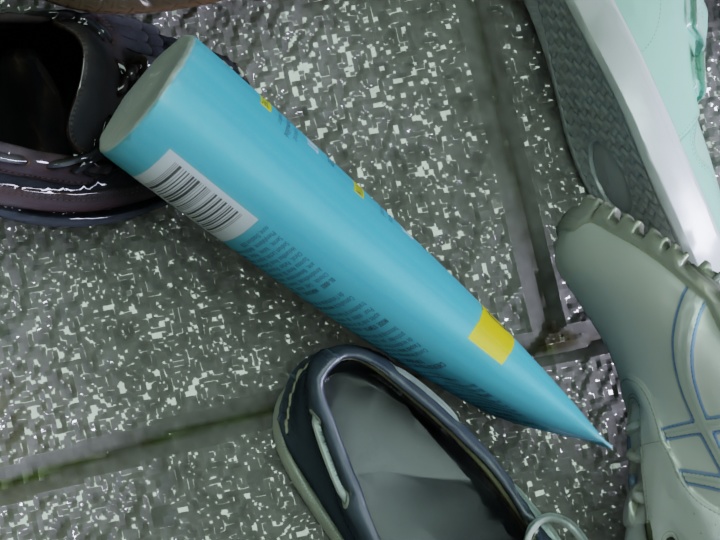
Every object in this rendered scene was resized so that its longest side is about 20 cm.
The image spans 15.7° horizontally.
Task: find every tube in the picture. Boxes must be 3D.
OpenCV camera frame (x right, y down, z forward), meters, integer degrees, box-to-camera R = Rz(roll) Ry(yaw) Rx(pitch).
[{"bbox_3d":[0.000,0.000,0.907,0.200,0.077,0.050,40,86,-17],"label":"tube"}]

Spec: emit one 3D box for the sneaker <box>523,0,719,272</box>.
[{"bbox_3d":[0.128,-0.097,0.982,0.118,0.074,0.201,-18,83,-16],"label":"sneaker"}]

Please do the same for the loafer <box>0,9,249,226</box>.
[{"bbox_3d":[-0.117,-0.057,0.901,0.199,0.063,0.072,-5,67,-34],"label":"loafer"}]

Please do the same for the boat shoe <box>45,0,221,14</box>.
[{"bbox_3d":[-0.039,-0.147,0.940,0.199,0.076,0.072,-18,121,-15],"label":"boat shoe"}]

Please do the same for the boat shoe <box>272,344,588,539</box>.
[{"bbox_3d":[0.043,0.109,0.929,0.075,0.062,0.200,-32,85,-14],"label":"boat shoe"}]

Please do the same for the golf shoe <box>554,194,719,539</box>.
[{"bbox_3d":[0.118,0.068,0.915,0.097,0.078,0.200,-37,78,-4],"label":"golf shoe"}]
